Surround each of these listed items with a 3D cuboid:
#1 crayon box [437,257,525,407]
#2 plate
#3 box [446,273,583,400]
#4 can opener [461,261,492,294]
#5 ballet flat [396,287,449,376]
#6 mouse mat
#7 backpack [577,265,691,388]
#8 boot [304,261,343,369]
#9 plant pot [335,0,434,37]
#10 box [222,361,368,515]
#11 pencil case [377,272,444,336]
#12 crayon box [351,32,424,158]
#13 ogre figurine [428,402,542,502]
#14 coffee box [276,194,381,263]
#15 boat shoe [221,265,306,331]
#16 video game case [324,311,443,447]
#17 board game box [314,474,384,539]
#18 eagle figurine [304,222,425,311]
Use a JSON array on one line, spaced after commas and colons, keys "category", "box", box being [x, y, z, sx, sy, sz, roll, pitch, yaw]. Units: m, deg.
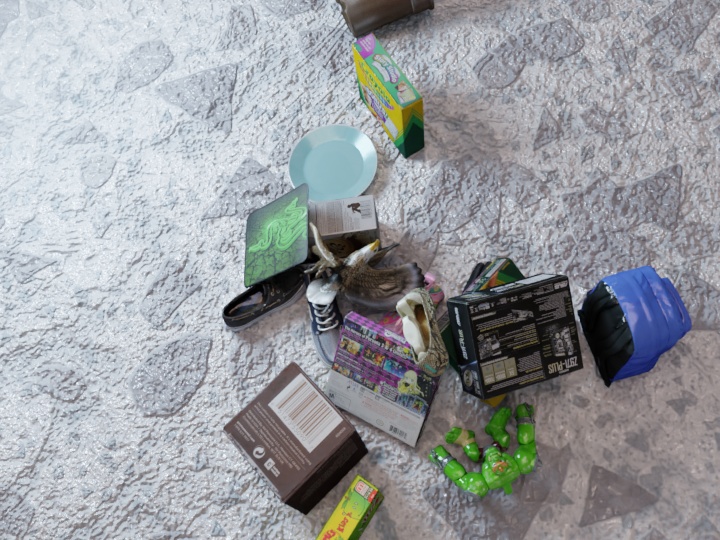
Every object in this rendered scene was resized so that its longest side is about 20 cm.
[{"category": "crayon box", "box": [0.245, 0.110, 1.320, 0.200, 0.058, 0.173, -44, 101, -12]}, {"category": "plate", "box": [-0.059, -0.225, 1.576, 0.196, 0.026, 0.204, -3, 65, 6]}, {"category": "box", "box": [0.262, 0.108, 1.242, 0.197, 0.086, 0.167, -14, 96, -16]}, {"category": "can opener", "box": [0.208, 0.071, 1.402, 0.063, 0.078, 0.203, -8, 54, 47]}, {"category": "ballet flat", "box": [0.097, 0.089, 1.245, 0.068, 0.075, 0.202, -42, 37, 24]}, {"category": "mouse mat", "box": [-0.165, -0.065, 1.412, 0.198, 0.007, 0.164, -22, 61, 41]}, {"category": "backpack", "box": [0.480, 0.080, 1.276, 0.165, 0.201, 0.165, -22, 64, -2]}, {"category": "boot", "box": [-0.071, 0.088, 1.404, 0.071, 0.091, 0.203, -17, 65, -1]}, {"category": "plant pot", "box": [0.039, -0.647, 1.664, 0.196, 0.201, 0.203, -26, 65, 4]}, {"category": "box", "box": [-0.105, 0.293, 1.259, 0.164, 0.201, 0.166, -43, 68, -12]}, {"category": "pencil case", "box": [0.082, 0.099, 1.384, 0.087, 0.088, 0.201, 31, 74, 19]}, {"category": "crayon box", "box": [0.059, -0.365, 1.540, 0.058, 0.173, 0.201, -30, 66, -7]}, {"category": "ogre figurine", "box": [0.230, 0.319, 1.268, 0.196, 0.099, 0.121, -13, 46, -15]}, {"category": "coffee box", "box": [-0.061, -0.079, 1.464, 0.196, 0.113, 0.081, -8, 65, 5]}, {"category": "boat shoe", "box": [-0.190, 0.046, 1.451, 0.198, 0.066, 0.071, -30, 66, -6]}, {"category": "video game case", "box": [0.041, 0.196, 1.311, 0.197, 0.184, 0.036, 24, 27, 17]}, {"category": "board game box", "box": [-0.036, 0.451, 1.236, 0.047, 0.102, 0.201, 29, 73, 19]}, {"category": "eagle figurine", "box": [0.005, -0.003, 1.354, 0.150, 0.198, 0.155, -12, 68, 46]}]
